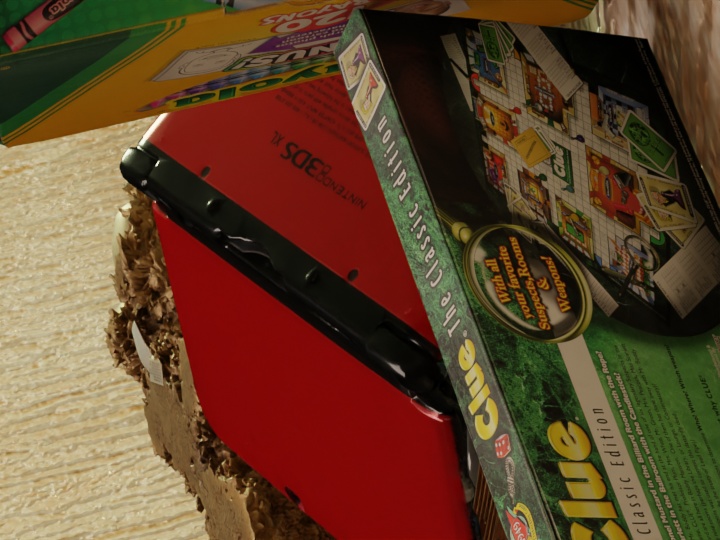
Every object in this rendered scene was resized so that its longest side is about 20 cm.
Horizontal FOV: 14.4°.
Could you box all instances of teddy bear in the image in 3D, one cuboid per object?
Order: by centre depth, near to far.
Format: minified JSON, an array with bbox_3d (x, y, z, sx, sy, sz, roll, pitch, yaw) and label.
[{"bbox_3d":[-0.053,0.050,1.190,0.200,0.067,0.145,-131,32,-51],"label":"teddy bear"}]

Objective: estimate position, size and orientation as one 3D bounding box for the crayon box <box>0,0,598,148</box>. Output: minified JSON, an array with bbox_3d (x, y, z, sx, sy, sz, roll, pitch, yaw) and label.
[{"bbox_3d":[-0.022,-0.096,0.859,0.119,0.199,0.058,116,140,-81],"label":"crayon box"}]

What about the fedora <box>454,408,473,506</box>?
[{"bbox_3d":[0.027,0.097,1.347,0.201,0.091,0.201,162,90,-90],"label":"fedora"}]

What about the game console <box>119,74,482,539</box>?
[{"bbox_3d":[0.014,0.001,0.991,0.119,0.173,0.200,42,175,-40],"label":"game console"}]

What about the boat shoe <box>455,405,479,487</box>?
[{"bbox_3d":[0.051,0.038,1.176,0.200,0.057,0.067,-122,18,-69],"label":"boat shoe"}]

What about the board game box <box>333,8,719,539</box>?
[{"bbox_3d":[0.066,0.011,0.791,0.023,0.104,0.201,-53,43,41],"label":"board game box"}]

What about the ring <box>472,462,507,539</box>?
[{"bbox_3d":[0.031,0.093,1.061,0.200,0.019,0.201,-167,90,-78],"label":"ring"}]
